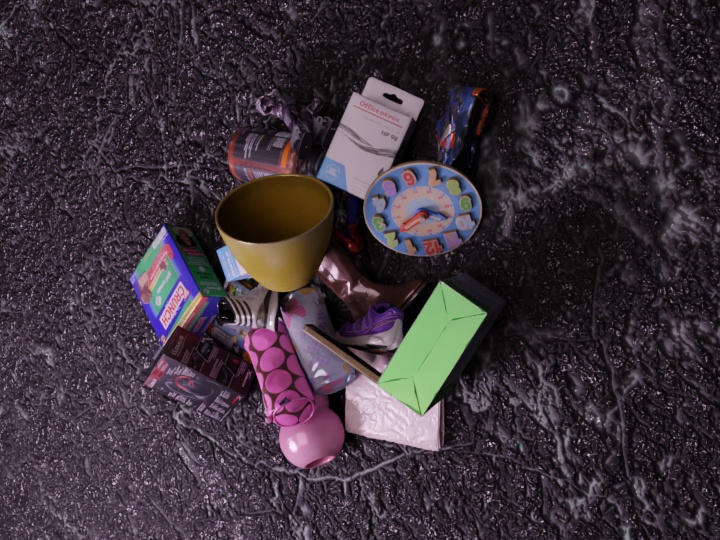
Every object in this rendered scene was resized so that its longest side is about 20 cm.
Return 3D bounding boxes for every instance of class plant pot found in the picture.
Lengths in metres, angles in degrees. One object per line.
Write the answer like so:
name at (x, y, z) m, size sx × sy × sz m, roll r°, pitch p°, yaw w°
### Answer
plant pot at (-0.134, -0.051, 1.515) m, size 0.199 × 0.200 × 0.143 m, roll 18°, pitch 136°, yaw 29°

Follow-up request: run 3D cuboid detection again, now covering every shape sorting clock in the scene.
shape sorting clock at (0.103, -0.098, 1.489) m, size 0.199 × 0.200 × 0.039 m, roll -31°, pitch 37°, yaw 31°

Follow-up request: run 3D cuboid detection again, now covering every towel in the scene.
towel at (0.061, 0.218, 1.624) m, size 0.198 × 0.032 × 0.193 m, roll 6°, pitch 98°, yaw 31°

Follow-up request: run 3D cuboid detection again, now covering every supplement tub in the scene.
supplement tub at (-0.142, -0.203, 1.656) m, size 0.198 × 0.107 × 0.108 m, roll 15°, pitch 104°, yaw 30°

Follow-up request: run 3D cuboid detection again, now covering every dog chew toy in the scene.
dog chew toy at (-0.106, 0.267, 1.688) m, size 0.124 × 0.124 × 0.202 m, roll -34°, pitch 64°, yaw 30°

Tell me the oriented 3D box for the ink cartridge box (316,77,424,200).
ink cartridge box at (0.018, -0.226, 1.534) m, size 0.115 × 0.067 × 0.202 m, roll 25°, pitch 95°, yaw 9°

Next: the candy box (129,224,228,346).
candy box at (-0.374, 0.037, 1.828) m, size 0.169 × 0.077 × 0.201 m, roll -51°, pitch 59°, yaw 28°

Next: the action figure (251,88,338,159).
action figure at (-0.115, -0.278, 1.598) m, size 0.200 × 0.129 × 0.070 m, roll 50°, pitch 143°, yaw 43°

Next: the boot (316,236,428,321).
boot at (0.000, 0.000, 1.577) m, size 0.200 × 0.064 × 0.186 m, roll 51°, pitch 128°, yaw -3°

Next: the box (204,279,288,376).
box at (-0.210, 0.120, 1.778) m, size 0.199 × 0.040 × 0.138 m, roll 36°, pitch 112°, yaw 24°

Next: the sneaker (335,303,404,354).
sneaker at (0.025, 0.099, 1.543) m, size 0.199 × 0.080 × 0.084 m, roll -11°, pitch 64°, yaw 62°

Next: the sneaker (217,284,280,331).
sneaker at (-0.207, 0.048, 1.667) m, size 0.114 × 0.201 × 0.076 m, roll 5°, pitch 109°, yaw -7°

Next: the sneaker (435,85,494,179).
sneaker at (0.158, -0.215, 1.495) m, size 0.078 × 0.075 × 0.202 m, roll 35°, pitch 111°, yaw 41°

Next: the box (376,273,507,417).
box at (0.134, 0.115, 1.459) m, size 0.096 × 0.176 × 0.201 m, roll 34°, pitch 103°, yaw 15°

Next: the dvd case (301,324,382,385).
dvd case at (-0.012, 0.154, 1.530) m, size 0.199 × 0.149 × 0.016 m, roll 35°, pitch 88°, yaw 3°

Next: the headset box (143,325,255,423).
headset box at (-0.325, 0.202, 1.757) m, size 0.199 × 0.075 × 0.149 m, roll 29°, pitch 140°, yaw -12°

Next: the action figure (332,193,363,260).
action figure at (-0.037, -0.106, 1.623) m, size 0.098 × 0.065 × 0.202 m, roll 5°, pitch 98°, yaw 18°

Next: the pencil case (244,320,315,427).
pencil case at (-0.153, 0.186, 1.633) m, size 0.093 × 0.091 × 0.201 m, roll -21°, pitch 49°, yaw -5°

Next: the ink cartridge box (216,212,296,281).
ink cartridge box at (-0.156, -0.046, 1.678) m, size 0.199 × 0.115 × 0.068 m, roll -23°, pitch 84°, yaw 32°

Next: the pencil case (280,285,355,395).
pencil case at (-0.079, 0.129, 1.651) m, size 0.090 × 0.083 × 0.201 m, roll -23°, pitch 68°, yaw 1°
